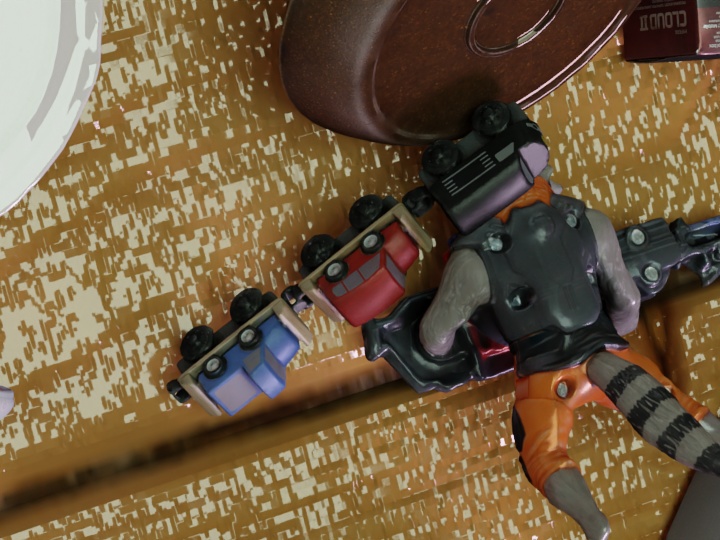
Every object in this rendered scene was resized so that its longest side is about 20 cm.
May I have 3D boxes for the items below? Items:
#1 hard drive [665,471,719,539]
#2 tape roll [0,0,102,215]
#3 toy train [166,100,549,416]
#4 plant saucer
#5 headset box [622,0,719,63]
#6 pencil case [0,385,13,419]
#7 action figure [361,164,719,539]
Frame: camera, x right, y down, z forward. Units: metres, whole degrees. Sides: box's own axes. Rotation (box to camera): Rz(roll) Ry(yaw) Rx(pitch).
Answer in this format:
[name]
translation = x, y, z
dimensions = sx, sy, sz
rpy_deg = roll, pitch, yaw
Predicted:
[hard drive]
translation = 0.229, 0.121, 1.039
dimensions = 0.135, 0.042, 0.200
rpy_deg = 30, 83, -19
[tape roll]
translation = -0.204, -0.102, 0.812
dimensions = 0.202, 0.071, 0.203
rpy_deg = -2, 95, -19
[toy train]
translation = 0.000, 0.000, 0.920
dimensions = 0.200, 0.046, 0.034
rpy_deg = -38, 140, 3
[plant saucer]
translation = 0.059, -0.120, 0.890
dimensions = 0.200, 0.200, 0.035
rpy_deg = -27, 63, -17
[headset box]
translation = 0.200, -0.183, 0.989
dimensions = 0.149, 0.077, 0.201
rpy_deg = -5, 94, -20
[pencil case]
translation = -0.212, 0.122, 0.851
dimensions = 0.083, 0.091, 0.200
rpy_deg = 24, 85, -20
[action figure]
translation = 0.115, 0.019, 0.948
dimensions = 0.200, 0.105, 0.194
rpy_deg = -25, 74, -22
